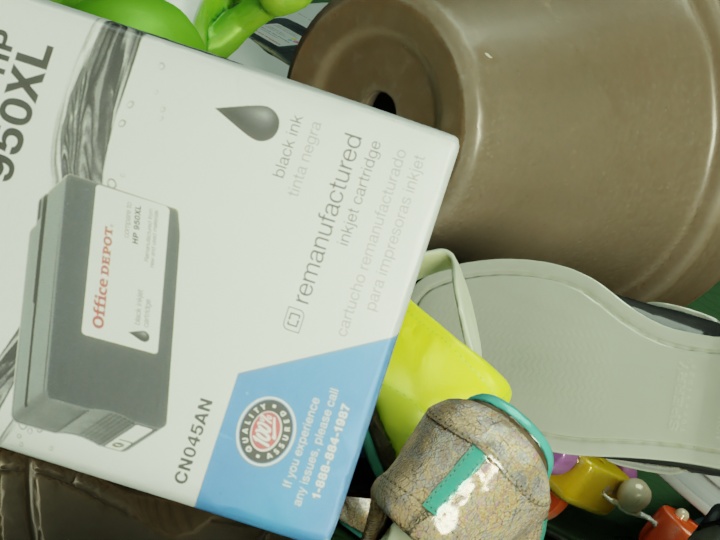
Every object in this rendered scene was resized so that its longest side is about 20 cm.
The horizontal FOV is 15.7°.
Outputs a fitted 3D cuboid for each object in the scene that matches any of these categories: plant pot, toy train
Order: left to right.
[{"bbox_3d":[0.061,-0.069,1.168,0.175,0.200,0.200,-6,35,-48],"label":"plant pot"},{"bbox_3d":[0.112,0.106,1.229,0.150,0.056,0.200,33,8,-27],"label":"toy train"}]

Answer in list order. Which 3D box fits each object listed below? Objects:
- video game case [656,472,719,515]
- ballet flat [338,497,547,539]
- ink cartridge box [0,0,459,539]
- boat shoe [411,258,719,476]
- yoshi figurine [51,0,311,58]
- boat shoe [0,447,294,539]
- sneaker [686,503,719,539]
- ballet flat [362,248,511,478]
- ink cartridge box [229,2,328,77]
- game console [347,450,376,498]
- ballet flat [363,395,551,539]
[{"bbox_3d":[0.218,0.131,1.259,0.182,0.024,0.200,41,10,29],"label":"video game case"},{"bbox_3d":[-0.007,0.073,1.123,0.200,0.067,0.068,28,17,7],"label":"ballet flat"},{"bbox_3d":[-0.086,-0.008,0.875,0.200,0.145,0.084,18,2,-5],"label":"ink cartridge box"},{"bbox_3d":[0.114,0.044,1.041,0.200,0.074,0.060,9,-8,15],"label":"boat shoe"},{"bbox_3d":[-0.080,-0.106,1.009,0.112,0.112,0.200,35,43,-36],"label":"yoshi figurine"},{"bbox_3d":[-0.109,0.101,0.926,0.200,0.072,0.076,16,-6,-41],"label":"boat shoe"},{"bbox_3d":[0.154,0.150,1.001,0.078,0.140,0.200,20,18,-19],"label":"sneaker"},{"bbox_3d":[0.000,0.000,1.002,0.200,0.067,0.067,59,-5,44],"label":"ballet flat"},{"bbox_3d":[-0.058,-0.045,1.260,0.083,0.146,0.200,33,19,16],"label":"ink cartridge box"},{"bbox_3d":[-0.057,0.000,1.047,0.172,0.119,0.200,62,15,-16],"label":"game console"},{"bbox_3d":[0.018,0.114,0.921,0.068,0.200,0.067,33,60,18],"label":"ballet flat"}]
